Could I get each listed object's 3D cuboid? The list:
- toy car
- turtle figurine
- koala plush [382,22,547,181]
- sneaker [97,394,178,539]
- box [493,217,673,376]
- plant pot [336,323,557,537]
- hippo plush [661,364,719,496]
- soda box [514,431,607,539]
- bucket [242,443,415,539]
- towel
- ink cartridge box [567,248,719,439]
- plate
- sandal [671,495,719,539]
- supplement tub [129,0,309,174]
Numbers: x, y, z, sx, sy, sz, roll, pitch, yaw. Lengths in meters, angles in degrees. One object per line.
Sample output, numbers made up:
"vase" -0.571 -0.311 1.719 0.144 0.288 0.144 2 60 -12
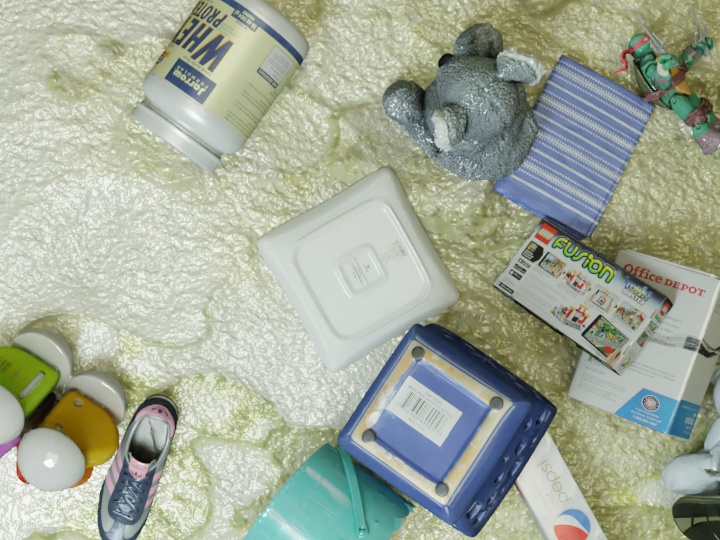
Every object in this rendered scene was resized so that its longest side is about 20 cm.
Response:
"toy car" -0.395 0.184 1.501 0.200 0.175 0.150 39 125 -5
"turtle figurine" 0.402 -0.246 1.572 0.200 0.101 0.150 53 47 -6
"koala plush" 0.142 -0.200 1.489 0.177 0.200 0.184 -37 89 -3
"sneaker" -0.281 0.253 1.534 0.070 0.082 0.201 16 91 -6
"box" 0.274 0.030 1.540 0.200 0.035 0.110 37 89 34
"plant pot" 0.098 0.185 1.486 0.200 0.180 0.200 34 89 18
"hippo plush" 0.464 0.202 1.571 0.159 0.200 0.162 -6 67 31
"soda box" 0.248 0.294 1.591 0.068 0.064 0.201 -29 95 -3
"bucket" -0.045 0.317 1.497 0.135 0.207 0.207 40 88 9
"towel" 0.275 -0.157 1.602 0.144 0.024 0.201 28 88 -4
"ink cartridge box" 0.367 0.091 1.550 0.144 0.084 0.201 20 91 37
"plate" 0.000 0.000 1.575 0.199 0.032 0.200 -30 94 -4
"sandal" 0.476 0.305 1.527 0.057 0.201 0.080 -21 106 -36
"supplement tub" -0.171 -0.233 1.496 0.145 0.145 0.200 35 88 -5
